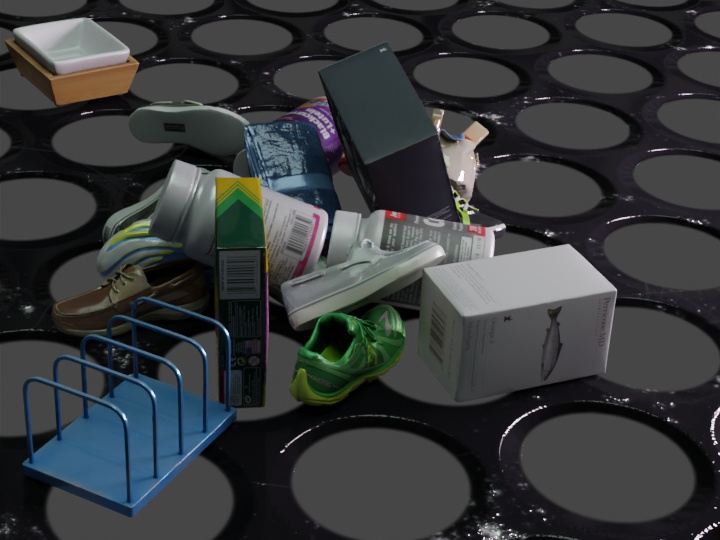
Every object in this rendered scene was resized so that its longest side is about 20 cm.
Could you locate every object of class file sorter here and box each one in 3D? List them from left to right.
[{"bbox_3d":[-0.236,0.132,1.486,0.137,0.124,0.200,17,31,22],"label":"file sorter"}]

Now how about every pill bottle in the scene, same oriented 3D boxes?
[{"bbox_3d":[-0.148,-0.054,1.734,0.198,0.114,0.114,22,26,-11],"label":"pill bottle"},{"bbox_3d":[-0.093,-0.167,2.050,0.110,0.113,0.200,18,32,26],"label":"pill bottle"},{"bbox_3d":[0.058,-0.011,1.762,0.197,0.115,0.114,10,29,-1],"label":"pill bottle"}]

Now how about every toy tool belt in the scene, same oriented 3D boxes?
[{"bbox_3d":[0.077,-0.176,2.053,0.197,0.125,0.124,14,69,4],"label":"toy tool belt"}]

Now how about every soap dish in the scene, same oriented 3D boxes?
[{"bbox_3d":[-0.476,-0.344,2.363,0.156,0.082,0.200,-16,34,-30],"label":"soap dish"}]

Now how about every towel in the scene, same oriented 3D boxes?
[{"bbox_3d":[-0.088,-0.113,1.896,0.110,0.049,0.202,-5,55,-17],"label":"towel"}]

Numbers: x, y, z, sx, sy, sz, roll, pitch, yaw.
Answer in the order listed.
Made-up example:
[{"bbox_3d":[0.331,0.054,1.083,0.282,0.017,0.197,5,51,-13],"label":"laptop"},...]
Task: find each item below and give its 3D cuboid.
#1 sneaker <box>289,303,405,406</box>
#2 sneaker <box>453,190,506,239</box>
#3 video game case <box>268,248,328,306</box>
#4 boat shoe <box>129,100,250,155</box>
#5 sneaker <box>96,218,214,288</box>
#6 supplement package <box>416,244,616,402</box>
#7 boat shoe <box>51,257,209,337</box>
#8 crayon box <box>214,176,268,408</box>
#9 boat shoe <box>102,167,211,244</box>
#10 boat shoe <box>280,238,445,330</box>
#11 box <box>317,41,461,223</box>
[{"bbox_3d":[-0.007,0.083,1.635,0.073,0.085,0.200,18,31,26],"label":"sneaker"},{"bbox_3d":[0.105,-0.093,1.948,0.197,0.084,0.072,14,12,20],"label":"sneaker"},{"bbox_3d":[-0.057,-0.013,1.868,0.198,0.022,0.181,-22,38,-38],"label":"video game case"},{"bbox_3d":[-0.249,-0.224,2.168,0.197,0.072,0.064,10,28,15],"label":"boat shoe"},{"bbox_3d":[-0.228,-0.018,1.800,0.198,0.076,0.105,-21,42,-15],"label":"sneaker"},{"bbox_3d":[0.179,0.059,1.663,0.197,0.118,0.117,-10,31,-20],"label":"supplement package"},{"bbox_3d":[-0.277,0.025,1.725,0.198,0.073,0.076,-14,33,-28],"label":"boat shoe"},{"bbox_3d":[-0.136,0.022,1.610,0.057,0.203,0.173,-1,29,-7],"label":"crayon box"},{"bbox_3d":[-0.252,-0.072,1.914,0.063,0.072,0.199,22,42,32],"label":"boat shoe"},{"bbox_3d":[0.000,0.000,1.671,0.199,0.072,0.070,-24,-11,-3],"label":"boat shoe"},{"bbox_3d":[0.038,-0.155,1.857,0.103,0.183,0.201,-22,47,-4],"label":"box"}]
